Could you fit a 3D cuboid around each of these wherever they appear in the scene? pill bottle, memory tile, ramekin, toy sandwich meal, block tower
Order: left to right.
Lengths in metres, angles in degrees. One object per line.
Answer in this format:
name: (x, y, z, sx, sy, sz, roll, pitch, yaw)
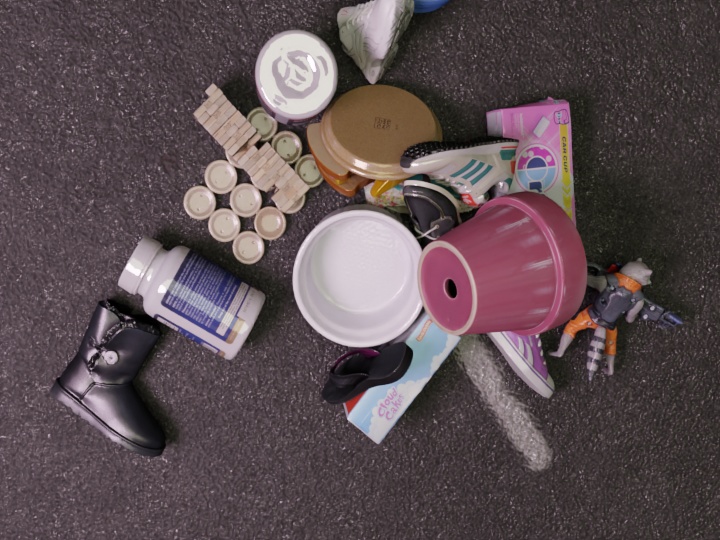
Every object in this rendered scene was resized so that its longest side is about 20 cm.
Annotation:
pill bottle: (-0.247, 0.035, 1.164, 0.197, 0.111, 0.113, 31, 92, -10)
block tower: (-0.162, -0.176, 1.162, 0.058, 0.054, 0.201, -42, 99, -1)
memory tile: (-0.158, -0.126, 1.204, 0.153, 0.017, 0.201, 40, 90, -10)
pill bottle: (-0.092, -0.261, 1.103, 0.107, 0.200, 0.114, -1, 97, -7)
ramekin: (0.000, 0.000, 1.181, 0.194, 0.098, 0.206, 0, 107, -1)
toy sandwich meal: (0.024, -0.189, 1.174, 0.199, 0.071, 0.209, 3, 55, -4)

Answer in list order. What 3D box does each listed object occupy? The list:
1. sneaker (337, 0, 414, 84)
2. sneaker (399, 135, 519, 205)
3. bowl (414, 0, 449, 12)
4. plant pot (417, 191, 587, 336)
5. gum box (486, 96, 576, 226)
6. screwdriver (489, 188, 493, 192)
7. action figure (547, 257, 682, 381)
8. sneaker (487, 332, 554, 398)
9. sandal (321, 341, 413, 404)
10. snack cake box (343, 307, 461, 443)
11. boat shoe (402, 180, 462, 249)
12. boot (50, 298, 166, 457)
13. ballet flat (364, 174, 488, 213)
sneaker: (0.010, -0.341, 1.114, 0.098, 0.200, 0.079, 35, 70, 0)
sneaker: (0.144, -0.134, 1.120, 0.196, 0.070, 0.096, -12, 109, -31)
bowl: (0.066, -0.462, 1.141, 0.195, 0.039, 0.206, 6, 70, -16)
plant pot: (0.183, 0.003, 1.108, 0.176, 0.198, 0.206, -14, 99, -31)
gum box: (0.261, -0.158, 1.221, 0.110, 0.066, 0.206, -7, 97, -12)
screwdriver: (0.155, -0.149, 1.241, 0.197, 0.028, 0.029, 31, 122, -16)
action figure: (0.412, 0.077, 1.251, 0.196, 0.105, 0.197, 22, 110, 2)
sneaker: (0.269, 0.097, 1.256, 0.114, 0.073, 0.202, -38, 99, -4)
sandal: (-0.001, 0.140, 1.163, 0.048, 0.199, 0.076, 37, 50, -20)
snack cake box: (0.058, 0.151, 1.213, 0.067, 0.115, 0.201, 38, 91, -10)
boat shoe: (0.107, -0.067, 1.155, 0.070, 0.200, 0.069, 8, 70, 23)
boot: (-0.341, 0.158, 1.183, 0.198, 0.076, 0.170, 34, 96, -3)
ballet flat: (0.096, -0.115, 1.220, 0.194, 0.076, 0.065, 10, 127, -3)
